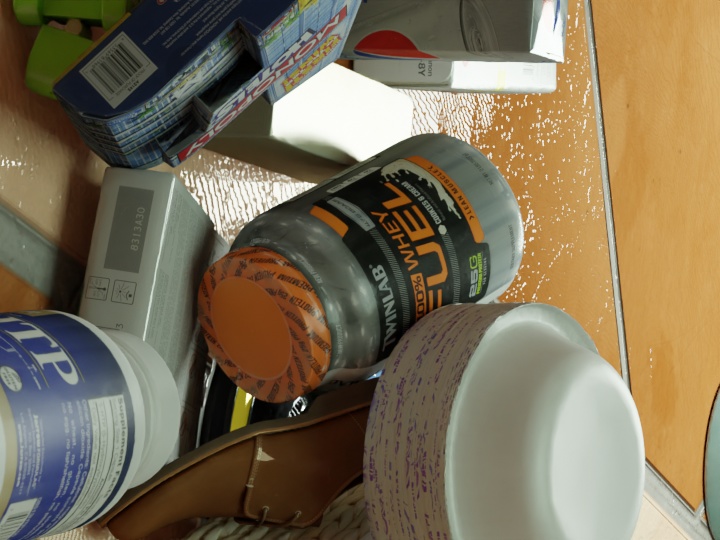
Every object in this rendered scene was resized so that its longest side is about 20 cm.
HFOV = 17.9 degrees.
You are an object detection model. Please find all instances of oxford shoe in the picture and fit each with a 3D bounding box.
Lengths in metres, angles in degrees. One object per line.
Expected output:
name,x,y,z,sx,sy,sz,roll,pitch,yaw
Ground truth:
oxford shoe,-0.059,0.128,1.369,0.071,0.200,0.071,123,-54,-75

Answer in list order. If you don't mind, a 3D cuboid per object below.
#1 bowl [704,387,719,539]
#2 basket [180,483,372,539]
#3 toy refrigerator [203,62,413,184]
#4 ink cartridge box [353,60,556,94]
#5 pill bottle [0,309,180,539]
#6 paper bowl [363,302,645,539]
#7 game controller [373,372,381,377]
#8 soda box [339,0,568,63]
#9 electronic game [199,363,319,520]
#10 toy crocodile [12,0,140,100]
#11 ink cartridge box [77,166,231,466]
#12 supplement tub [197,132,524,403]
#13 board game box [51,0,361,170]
bowl,0.457,0.211,2.513,0.201,0.105,0.201,-10,101,-63
basket,-0.032,0.210,1.419,0.200,0.123,0.136,-33,132,-47
toy refrigerator,-0.042,-0.104,1.491,0.200,0.076,0.070,16,78,-63
ink cartridge box,0.073,-0.206,1.705,0.200,0.083,0.146,-6,97,-64
pill bottle,-0.181,0.081,1.173,0.200,0.119,0.120,-6,98,-64
paper bowl,0.099,0.119,1.383,0.200,0.104,0.201,5,84,-54
game controller,0.009,0.072,1.577,0.104,0.042,0.201,41,52,-72
soda box,0.034,-0.172,1.494,0.063,0.200,0.068,4,90,-64
electronic game,-0.053,0.109,1.513,0.200,0.042,0.201,5,90,-68
toy crocodile,-0.151,-0.191,1.269,0.062,0.067,0.201,9,87,-83
ink cartridge box,-0.126,0.038,1.386,0.200,0.050,0.161,64,34,-77
supplement tub,0.000,0.000,1.432,0.200,0.122,0.123,-31,121,-41
board game box,-0.070,-0.129,1.292,0.200,0.062,0.200,-44,173,-5
